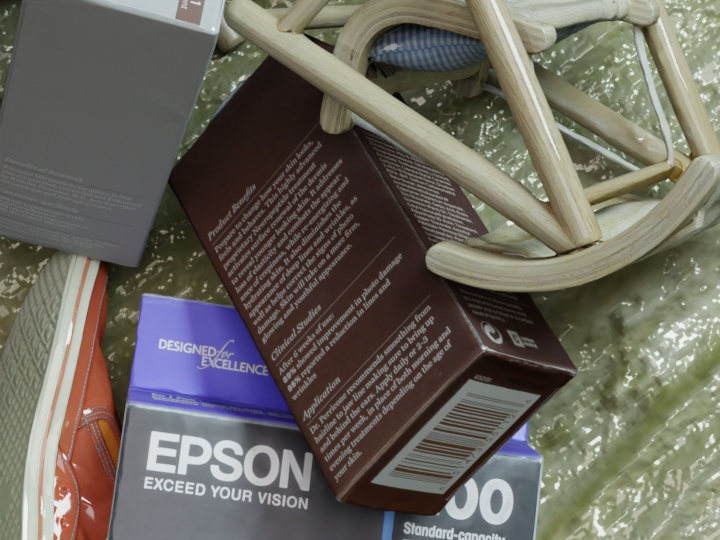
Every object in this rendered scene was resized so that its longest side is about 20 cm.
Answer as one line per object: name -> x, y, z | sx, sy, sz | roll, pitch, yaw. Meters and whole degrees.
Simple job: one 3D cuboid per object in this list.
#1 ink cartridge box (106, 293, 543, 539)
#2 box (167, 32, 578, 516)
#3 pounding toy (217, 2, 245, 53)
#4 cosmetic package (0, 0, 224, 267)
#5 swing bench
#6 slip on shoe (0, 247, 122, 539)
ink cartridge box -> -0.017, 0.118, 0.930 | 0.196, 0.043, 0.202 | 8, 77, -9
box -> 0.000, 0.000, 0.909 | 0.100, 0.075, 0.201 | -46, 54, 23
pounding toy -> -0.154, -0.222, 0.998 | 0.198, 0.142, 0.186 | 6, 78, 16
cosmetic package -> -0.111, -0.099, 0.898 | 0.089, 0.200, 0.108 | 12, 57, -7
swing bench -> 0.082, -0.083, 0.893 | 0.130, 0.199, 0.200 | -44, 78, 26
slip on shoe -> -0.137, 0.084, 0.960 | 0.061, 0.074, 0.202 | 12, 69, -30
